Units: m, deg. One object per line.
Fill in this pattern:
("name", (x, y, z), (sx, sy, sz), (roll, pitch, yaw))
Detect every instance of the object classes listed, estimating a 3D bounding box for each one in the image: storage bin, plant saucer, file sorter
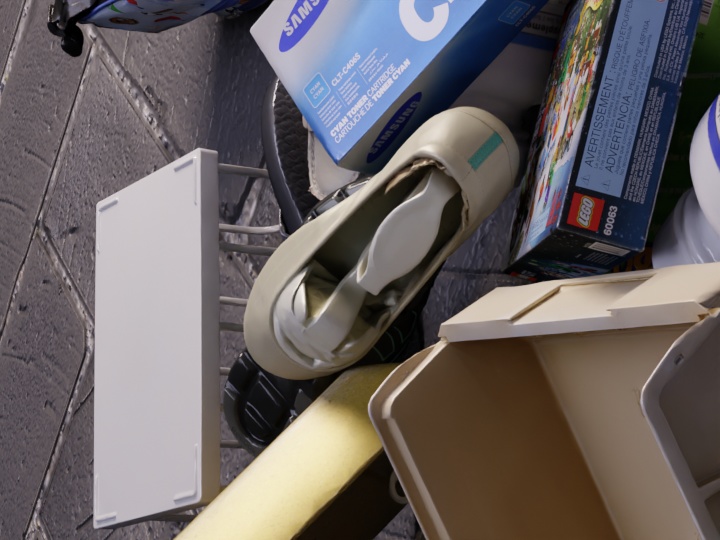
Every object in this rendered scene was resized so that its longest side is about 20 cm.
("storage bin", (0.119, 0.107, 0.903), (0.200, 0.093, 0.200), (-8, 110, 60))
("plant saucer", (-0.041, 0.134, 1.121), (0.048, 0.200, 0.200), (42, 160, 12))
("file sorter", (-0.075, 0.049, 1.315), (0.138, 0.124, 0.202), (-22, 65, 56))

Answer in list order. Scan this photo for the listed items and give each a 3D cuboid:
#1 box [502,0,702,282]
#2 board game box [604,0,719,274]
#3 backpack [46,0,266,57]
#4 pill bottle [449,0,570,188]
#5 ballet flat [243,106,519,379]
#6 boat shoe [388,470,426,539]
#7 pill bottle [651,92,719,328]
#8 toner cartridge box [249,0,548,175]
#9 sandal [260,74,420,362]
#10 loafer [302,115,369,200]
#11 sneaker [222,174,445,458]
("box", (0.108, -0.069, 0.990), (0.200, 0.037, 0.138), (119, 165, -84))
("board game box", (0.161, -0.051, 1.019), (0.095, 0.030, 0.202), (35, 112, 59))
("backpack", (-0.115, -0.245, 1.429), (0.190, 0.153, 0.202), (177, 93, -68))
("pill bottle", (0.062, -0.149, 1.132), (0.112, 0.111, 0.202), (25, 105, 59))
("ballet flat", (0.000, 0.000, 1.050), (0.200, 0.069, 0.070), (-49, 43, 35))
("boat shoe", (0.057, 0.114, 1.104), (0.203, 0.085, 0.075), (-65, 34, 30))
("pill bottle", (0.199, -0.054, 0.865), (0.201, 0.111, 0.113), (-57, 38, 40))
("toner cartridge box", (0.040, -0.148, 1.049), (0.200, 0.043, 0.095), (-47, 59, 25))
("sandal", (-0.020, -0.028, 1.262), (0.043, 0.076, 0.202), (-28, 68, 55))
("loafer", (0.001, -0.132, 1.202), (0.072, 0.063, 0.202), (20, 96, 36))
("sneaker", (-0.003, 0.015, 1.153), (0.076, 0.079, 0.200), (49, 127, 15))
